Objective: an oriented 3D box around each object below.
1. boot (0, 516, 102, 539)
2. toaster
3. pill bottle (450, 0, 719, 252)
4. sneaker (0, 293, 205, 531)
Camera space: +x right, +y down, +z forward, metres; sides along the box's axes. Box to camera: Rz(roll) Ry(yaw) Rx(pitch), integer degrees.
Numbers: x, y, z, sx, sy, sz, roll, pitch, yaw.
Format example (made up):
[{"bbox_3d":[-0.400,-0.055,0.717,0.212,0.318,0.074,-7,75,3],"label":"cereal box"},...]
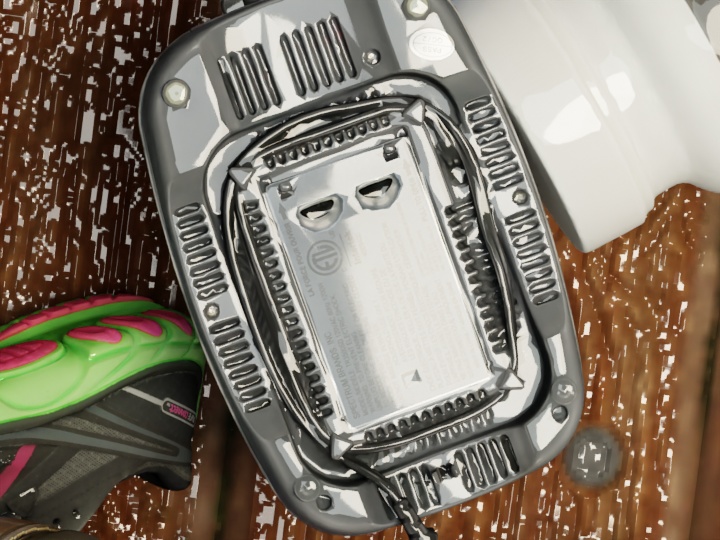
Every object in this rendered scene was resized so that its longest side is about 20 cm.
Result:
[{"bbox_3d":[-0.090,0.177,0.876,0.075,0.097,0.200,4,88,-44],"label":"boot"},{"bbox_3d":[0.000,0.000,0.941,0.114,0.129,0.200,-21,95,-4],"label":"toaster"},{"bbox_3d":[0.134,-0.095,0.943,0.200,0.116,0.116,-31,96,-1],"label":"pill bottle"},{"bbox_3d":[-0.131,0.070,0.935,0.200,0.077,0.084,-17,108,-29],"label":"sneaker"}]
